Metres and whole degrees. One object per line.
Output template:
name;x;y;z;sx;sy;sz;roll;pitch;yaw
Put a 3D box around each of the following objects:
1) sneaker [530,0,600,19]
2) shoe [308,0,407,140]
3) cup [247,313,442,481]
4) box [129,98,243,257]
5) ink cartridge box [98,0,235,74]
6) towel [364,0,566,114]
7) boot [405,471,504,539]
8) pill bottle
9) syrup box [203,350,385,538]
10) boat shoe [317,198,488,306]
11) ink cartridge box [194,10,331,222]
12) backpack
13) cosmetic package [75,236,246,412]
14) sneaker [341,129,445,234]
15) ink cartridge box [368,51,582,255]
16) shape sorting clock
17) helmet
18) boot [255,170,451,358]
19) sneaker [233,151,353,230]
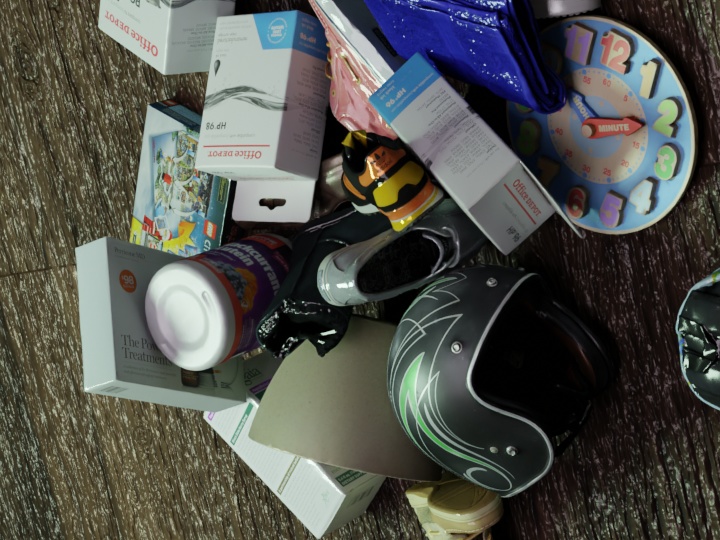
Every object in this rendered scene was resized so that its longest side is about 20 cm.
sneaker;0.126;-0.275;1.522;0.199;0.074;0.082;17;121;36
shoe;-0.012;-0.212;1.667;0.200;0.071;0.091;53;128;9
cup;0.000;0.119;1.715;0.200;0.200;0.144;13;90;38
box;-0.189;-0.071;1.895;0.136;0.038;0.201;30;123;30
ink cartridge box;-0.196;-0.319;1.764;0.145;0.083;0.201;37;127;43
towel;0.083;-0.213;1.522;0.200;0.050;0.148;28;157;42
boot;0.115;0.282;1.691;0.156;0.073;0.200;68;164;-2
pill bottle;-0.116;0.024;1.751;0.111;0.200;0.112;11;110;34
syrup box;-0.072;0.185;1.855;0.200;0.079;0.082;45;130;21
boat shoe;0.056;-0.014;1.579;0.071;0.200;0.070;4;113;56
ink cartridge box;-0.097;-0.153;1.714;0.115;0.067;0.201;2;82;40
backpack;0.361;0.060;1.403;0.199;0.154;0.164;1;109;19
cosmetic package;-0.205;0.059;1.769;0.052;0.200;0.152;-20;69;32
sneaker;0.014;-0.099;1.584;0.090;0.070;0.200;53;176;-19
ink cartridge box;0.104;-0.092;1.545;0.068;0.116;0.200;-42;59;4
shape sorting clock;0.211;-0.128;1.523;0.199;0.039;0.201;15;114;37
helmet;0.117;0.094;1.582;0.191;0.200;0.200;45;131;-1
boot;0.000;0.000;1.644;0.199;0.169;0.077;-21;121;28
sneaker;-0.054;-0.064;1.759;0.200;0.070;0.076;-24;94;45
